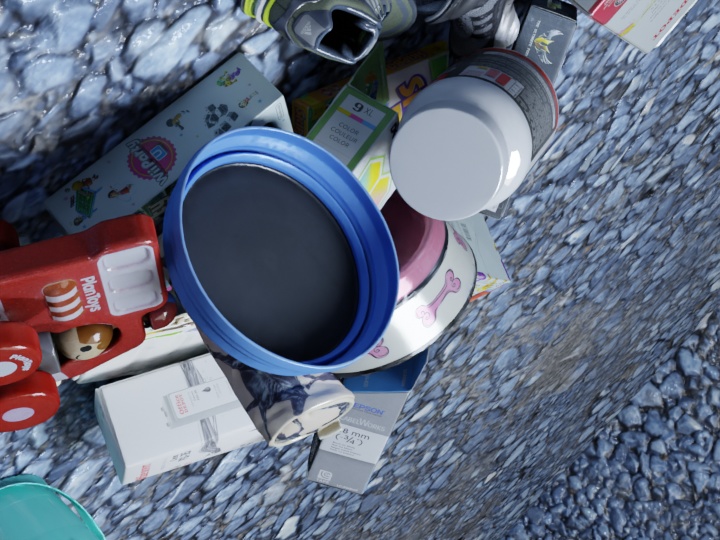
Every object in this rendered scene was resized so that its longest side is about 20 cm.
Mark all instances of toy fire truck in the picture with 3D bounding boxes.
[{"bbox_3d":[-0.223,0.032,1.186,0.168,0.112,0.200,-13,153,-7],"label":"toy fire truck"}]

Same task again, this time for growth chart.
[{"bbox_3d":[-0.186,0.067,1.429,0.200,0.018,0.145,-7,158,-38],"label":"growth chart"}]

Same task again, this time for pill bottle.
[{"bbox_3d":[0.096,-0.116,1.338,0.116,0.116,0.200,-54,177,25],"label":"pill bottle"}]

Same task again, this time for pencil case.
[{"bbox_3d":[-0.085,0.048,1.247,0.078,0.200,0.089,-39,165,15],"label":"pencil case"}]

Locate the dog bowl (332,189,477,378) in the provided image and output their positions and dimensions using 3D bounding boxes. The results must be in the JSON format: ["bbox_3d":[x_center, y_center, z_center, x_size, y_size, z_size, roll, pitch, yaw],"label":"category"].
[{"bbox_3d":[0.000,0.000,1.423,0.200,0.200,0.074,-38,128,-15],"label":"dog bowl"}]

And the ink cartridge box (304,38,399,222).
[{"bbox_3d":[-0.011,-0.087,1.349,0.200,0.059,0.104,-54,161,-18],"label":"ink cartridge box"}]

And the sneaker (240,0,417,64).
[{"bbox_3d":[-0.011,-0.198,1.259,0.200,0.081,0.074,-11,142,-55],"label":"sneaker"}]

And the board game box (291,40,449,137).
[{"bbox_3d":[0.016,-0.142,1.455,0.200,0.030,0.096,-29,135,-39],"label":"board game box"}]

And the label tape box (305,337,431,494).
[{"bbox_3d":[0.012,0.091,1.474,0.144,0.063,0.200,-79,-172,-46],"label":"label tape box"}]

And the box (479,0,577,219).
[{"bbox_3d":[0.151,-0.161,1.511,0.158,0.051,0.200,-66,177,-75],"label":"box"}]

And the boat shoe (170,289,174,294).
[{"bbox_3d":[-0.093,0.020,1.362,0.063,0.200,0.073,5,108,-59],"label":"boat shoe"}]

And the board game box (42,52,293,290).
[{"bbox_3d":[-0.146,-0.065,1.290,0.200,0.064,0.148,-39,157,-11],"label":"board game box"}]

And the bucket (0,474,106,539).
[{"bbox_3d":[-0.340,0.305,1.528,0.207,0.135,0.207,-38,159,-17],"label":"bucket"}]

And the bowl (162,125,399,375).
[{"bbox_3d":[-0.061,-0.013,1.202,0.201,0.201,0.039,-22,172,-44],"label":"bowl"}]

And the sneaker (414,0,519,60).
[{"bbox_3d":[0.085,-0.238,1.382,0.114,0.076,0.200,-18,161,-22],"label":"sneaker"}]

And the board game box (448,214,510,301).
[{"bbox_3d":[0.031,0.006,1.597,0.200,0.105,0.103,-27,165,20],"label":"board game box"}]

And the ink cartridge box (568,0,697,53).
[{"bbox_3d":[0.278,-0.311,1.569,0.146,0.083,0.200,-50,158,14],"label":"ink cartridge box"}]

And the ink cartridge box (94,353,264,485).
[{"bbox_3d":[-0.146,0.131,1.504,0.200,0.083,0.147,-17,169,-14],"label":"ink cartridge box"}]

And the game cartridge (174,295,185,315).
[{"bbox_3d":[-0.109,-0.007,1.504,0.200,0.041,0.133,-45,162,3],"label":"game cartridge"}]
